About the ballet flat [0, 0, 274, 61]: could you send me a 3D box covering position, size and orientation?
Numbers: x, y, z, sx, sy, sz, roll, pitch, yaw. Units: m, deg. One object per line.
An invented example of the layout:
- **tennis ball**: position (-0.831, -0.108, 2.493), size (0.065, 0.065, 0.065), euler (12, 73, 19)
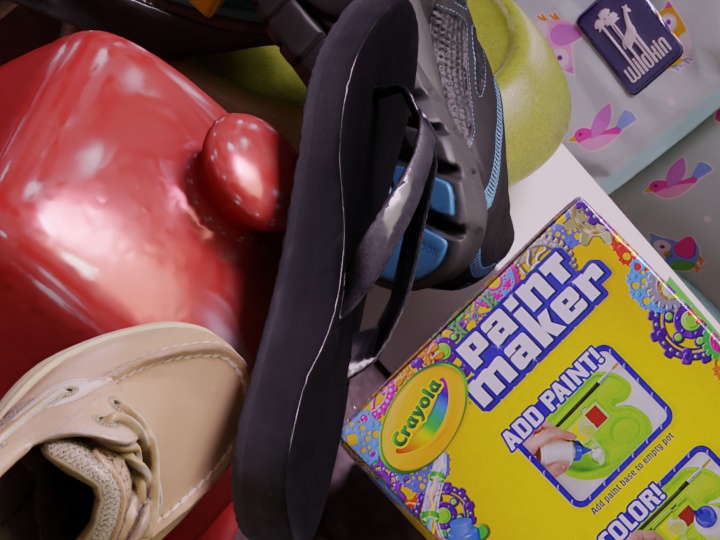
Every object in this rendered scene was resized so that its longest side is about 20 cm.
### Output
- **ballet flat**: position (-0.118, -0.117, 1.151), size (0.199, 0.073, 0.073), euler (19, 44, -17)

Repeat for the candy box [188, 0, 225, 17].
- **candy box**: position (-0.047, -0.184, 1.182), size (0.102, 0.026, 0.200), euler (37, 44, 2)

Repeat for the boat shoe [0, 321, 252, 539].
- **boat shoe**: position (-0.090, 0.071, 0.913), size (0.200, 0.065, 0.073), euler (-30, 106, -46)

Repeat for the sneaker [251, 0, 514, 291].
- **sneaker**: position (0.008, -0.087, 1.118), size (0.082, 0.073, 0.201), euler (8, 70, -65)

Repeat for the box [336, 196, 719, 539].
- **box**: position (0.100, 0.093, 1.103), size (0.193, 0.122, 0.200), euler (46, -2, 5)

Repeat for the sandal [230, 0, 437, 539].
- **sandal**: position (0.000, 0.001, 1.009), size (0.076, 0.043, 0.201), euler (67, 30, -61)

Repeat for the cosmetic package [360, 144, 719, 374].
- **cosmetic package**: position (0.062, 0.010, 1.276), size (0.200, 0.085, 0.108), euler (48, 37, -11)

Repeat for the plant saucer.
- **plant saucer**: position (-0.010, -0.090, 1.216), size (0.199, 0.031, 0.200), euler (6, 34, -4)

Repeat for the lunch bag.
- **lunch bag**: position (0.164, -0.093, 1.420), size (0.200, 0.170, 0.122), euler (38, 28, -23)

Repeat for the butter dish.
- **butter dish**: position (-0.078, -0.002, 1.050), size (0.200, 0.148, 0.200), euler (43, 34, -16)
